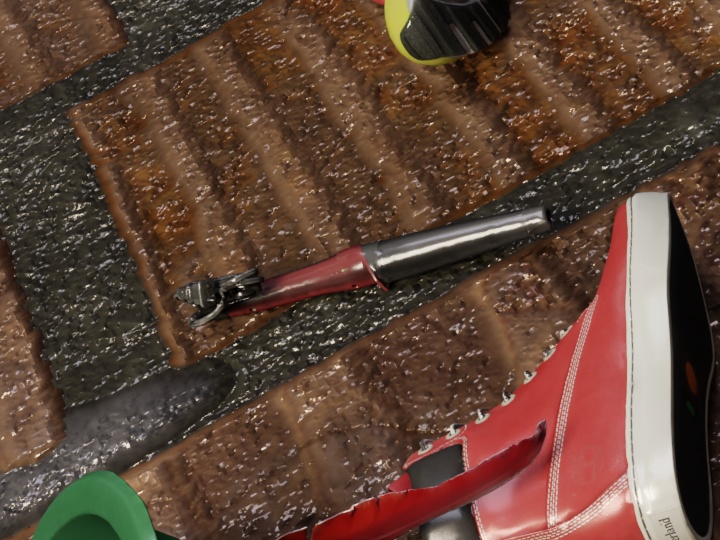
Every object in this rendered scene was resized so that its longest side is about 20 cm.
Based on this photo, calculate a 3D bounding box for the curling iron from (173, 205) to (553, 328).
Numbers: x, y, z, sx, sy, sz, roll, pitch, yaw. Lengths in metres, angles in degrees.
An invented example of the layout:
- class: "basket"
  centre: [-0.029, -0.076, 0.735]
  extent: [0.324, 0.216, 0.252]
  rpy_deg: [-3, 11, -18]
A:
- class: "curling iron"
  centre: [0.000, 0.000, 1.459]
  extent: [0.199, 0.026, 0.050]
  rpy_deg: [-12, 1, 15]

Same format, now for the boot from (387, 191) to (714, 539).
- class: "boot"
  centre: [0.082, 0.052, 1.312]
  extent: [0.144, 0.072, 0.200]
  rpy_deg: [-13, 41, 21]

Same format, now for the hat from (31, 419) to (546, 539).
- class: "hat"
  centre: [-0.036, 0.166, 1.264]
  extent: [0.200, 0.176, 0.166]
  rpy_deg: [-32, 60, 58]

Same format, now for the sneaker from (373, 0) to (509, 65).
- class: "sneaker"
  centre: [0.028, -0.167, 1.623]
  extent: [0.090, 0.078, 0.200]
  rpy_deg: [-23, 29, 21]
